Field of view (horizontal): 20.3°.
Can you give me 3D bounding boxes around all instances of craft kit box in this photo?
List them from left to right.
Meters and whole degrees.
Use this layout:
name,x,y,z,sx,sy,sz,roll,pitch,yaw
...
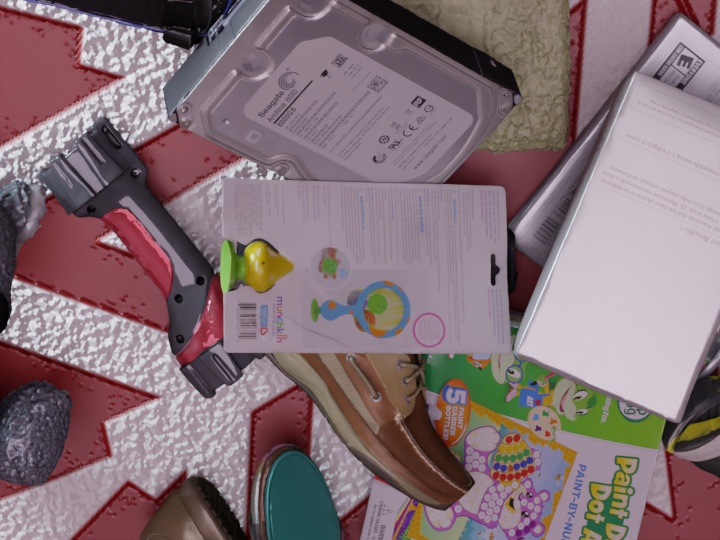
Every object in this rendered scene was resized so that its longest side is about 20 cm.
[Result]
name,x,y,z,sx,sy,sz,roll,pitch,yaw
craft kit box,0.112,0.132,1.444,0.196,0.049,0.201,12,103,3

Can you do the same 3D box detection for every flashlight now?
name,x,y,z,sx,sy,sz,roll,pitch,yaw
flashlight,-0.147,-0.005,1.416,0.200,0.068,0.068,50,132,-8

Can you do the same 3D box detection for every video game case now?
name,x,y,z,sx,sy,sz,roll,pitch,yaw
video game case,0.232,-0.048,1.422,0.181,0.023,0.200,37,100,-7

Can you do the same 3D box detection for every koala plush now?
name,x,y,z,sx,sy,sz,roll,pitch,yaw
koala plush,-0.293,0.027,1.363,0.183,0.177,0.201,33,115,36

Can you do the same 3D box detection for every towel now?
name,x,y,z,sx,sy,sz,roll,pitch,yaw
towel,0.074,-0.176,1.386,0.147,0.037,0.201,-5,103,1

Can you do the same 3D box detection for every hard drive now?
name,x,y,z,sx,sy,sz,roll,pitch,yaw
hard drive,-0.010,-0.115,1.319,0.199,0.038,0.140,26,122,-32

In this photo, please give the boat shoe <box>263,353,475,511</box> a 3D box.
name,x,y,z,sx,sy,sz,roll,pitch,yaw
boat shoe,0.009,0.077,1.390,0.200,0.076,0.074,46,104,1

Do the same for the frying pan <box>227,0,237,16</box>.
name,x,y,z,sx,sy,sz,roll,pitch,yaw
frying pan,-0.060,-0.132,1.389,0.114,0.031,0.191,6,92,3

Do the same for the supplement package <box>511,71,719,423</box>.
name,x,y,z,sx,sy,sz,roll,pitch,yaw
supplement package,0.190,-0.015,1.337,0.116,0.117,0.201,23,91,1

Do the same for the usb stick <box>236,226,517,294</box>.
name,x,y,z,sx,sy,sz,roll,pitch,yaw
usb stick,0.012,-0.011,1.418,0.199,0.033,0.056,3,118,5

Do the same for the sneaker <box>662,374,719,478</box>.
name,x,y,z,sx,sy,sz,roll,pitch,yaw
sneaker,0.312,0.095,1.408,0.199,0.075,0.085,-21,137,35

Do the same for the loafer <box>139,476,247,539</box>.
name,x,y,z,sx,sy,sz,roll,pitch,yaw
loafer,-0.094,0.247,1.473,0.067,0.076,0.201,-28,93,10

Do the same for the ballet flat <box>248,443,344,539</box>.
name,x,y,z,sx,sy,sz,roll,pitch,yaw
ballet flat,-0.039,0.217,1.464,0.069,0.071,0.201,-29,106,-23

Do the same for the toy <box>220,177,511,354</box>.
name,x,y,z,sx,sy,sz,roll,pitch,yaw
toy,0.000,0.000,1.356,0.199,0.047,0.116,2,82,-20

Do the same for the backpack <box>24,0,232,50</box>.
name,x,y,z,sx,sy,sz,roll,pitch,yaw
backpack,-0.149,-0.272,1.306,0.182,0.147,0.201,14,113,-7
